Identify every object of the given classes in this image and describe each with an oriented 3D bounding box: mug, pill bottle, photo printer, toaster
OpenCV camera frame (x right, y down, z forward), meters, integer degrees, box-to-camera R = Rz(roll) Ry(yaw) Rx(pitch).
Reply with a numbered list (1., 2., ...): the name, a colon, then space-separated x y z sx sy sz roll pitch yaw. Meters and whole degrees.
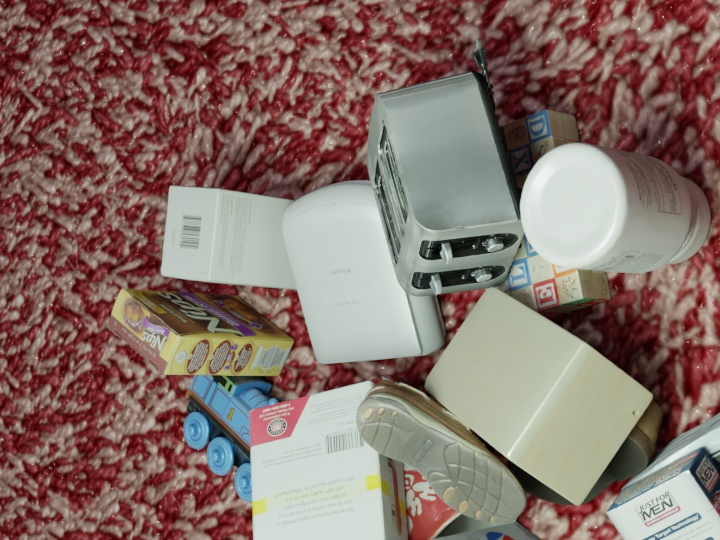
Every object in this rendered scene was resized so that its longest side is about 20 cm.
1. mug: 0.047 0.235 1.613 0.178 0.133 0.200 -50 55 14
2. pill bottle: 0.250 -0.055 1.416 0.114 0.199 0.116 -3 86 39
3. photo printer: 0.000 0.000 1.668 0.165 0.069 0.202 -6 103 37
4. toaster: 0.084 -0.090 1.489 0.181 0.117 0.202 103 155 -69

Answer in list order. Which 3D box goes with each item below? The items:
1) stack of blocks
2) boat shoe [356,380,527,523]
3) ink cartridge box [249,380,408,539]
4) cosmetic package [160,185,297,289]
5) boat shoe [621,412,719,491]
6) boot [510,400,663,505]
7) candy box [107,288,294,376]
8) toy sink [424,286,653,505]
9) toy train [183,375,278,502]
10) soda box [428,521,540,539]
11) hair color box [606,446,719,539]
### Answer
1. stack of blocks: 0.183 -0.054 1.563 0.114 0.058 0.202 -17 77 38
2. boat shoe: 0.087 0.175 1.487 0.199 0.072 0.076 39 118 -10
3. ink cartridge box: -0.032 0.233 1.522 0.144 0.083 0.202 -14 59 18
4. cosmetic package: -0.129 -0.035 1.731 0.084 0.199 0.109 6 88 38
5. boat shoe: 0.332 0.188 1.417 0.071 0.072 0.200 51 133 3
6. boot: 0.233 0.183 1.514 0.074 0.076 0.199 47 141 -10
7. candy box: -0.188 0.075 1.773 0.116 0.199 0.057 35 109 35
8. toy sink: 0.172 0.121 1.465 0.131 0.112 0.200 -55 27 -1
9. toy train: -0.135 0.193 1.793 0.200 0.086 0.115 39 114 35
10. soda box: 0.118 0.309 1.504 0.063 0.199 0.069 35 109 33
11. hair color box: 0.328 0.276 1.377 0.100 0.060 0.201 -35 89 32
